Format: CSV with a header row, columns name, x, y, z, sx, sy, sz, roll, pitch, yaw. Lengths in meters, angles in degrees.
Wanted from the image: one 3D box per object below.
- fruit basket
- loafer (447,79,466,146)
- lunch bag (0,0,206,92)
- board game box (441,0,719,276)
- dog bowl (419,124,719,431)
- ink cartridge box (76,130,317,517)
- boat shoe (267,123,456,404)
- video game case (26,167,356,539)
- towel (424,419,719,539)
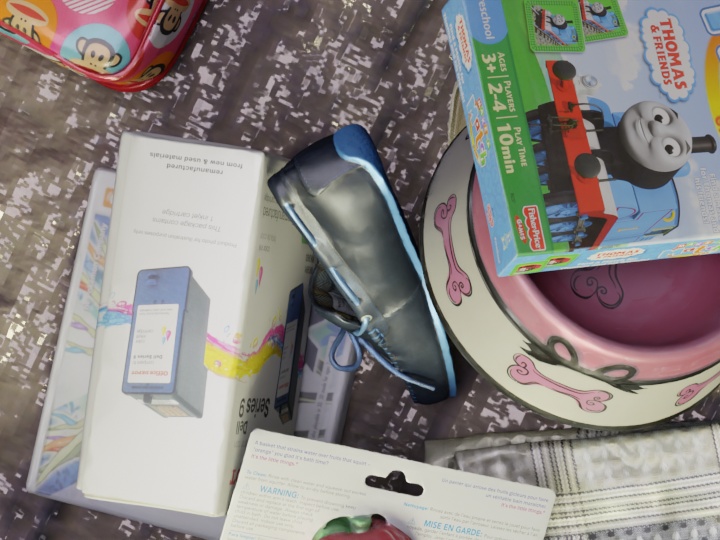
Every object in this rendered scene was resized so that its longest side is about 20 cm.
name,x,y,z,sx,sy,sz,roll,pitch,yaw
fruit basket,-0.004,0.195,1.431,0.185,0.094,0.201,12,96,-20
loafer,0.087,-0.033,1.470,0.075,0.068,0.201,-6,86,14
lunch bag,-0.174,-0.218,1.539,0.200,0.082,0.177,29,95,15
board game box,0.154,-0.081,1.371,0.199,0.037,0.152,-5,72,-19
dog bowl,0.137,-0.020,1.404,0.199,0.074,0.201,6,70,-15
ink cartridge box,-0.086,0.032,1.451,0.087,0.145,0.201,9,89,14
boat shoe,0.000,0.000,1.445,0.068,0.084,0.200,-21,127,2
video game case,-0.093,0.055,1.538,0.182,0.022,0.201,13,91,15
towel,0.133,0.183,1.468,0.199,0.035,0.193,-6,87,15
